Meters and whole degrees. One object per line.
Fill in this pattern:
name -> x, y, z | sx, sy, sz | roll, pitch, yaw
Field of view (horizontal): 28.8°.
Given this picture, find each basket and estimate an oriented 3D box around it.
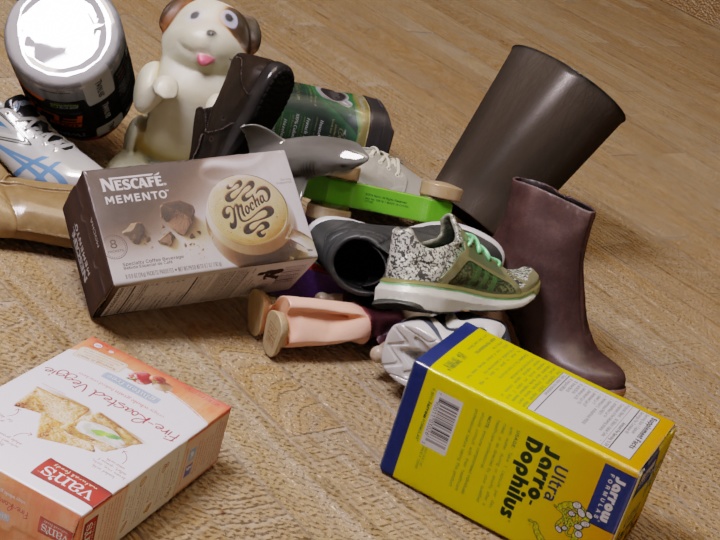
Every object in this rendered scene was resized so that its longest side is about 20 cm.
basket -> 0.183, -0.140, 1.638 | 0.136, 0.200, 0.180 | 39, -1, -40

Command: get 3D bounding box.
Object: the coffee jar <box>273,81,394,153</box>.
coffee jar -> -0.061, -0.184, 1.739 | 0.199, 0.086, 0.104 | 10, 22, -15

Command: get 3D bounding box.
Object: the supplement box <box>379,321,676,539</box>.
supplement box -> 0.135, 0.144, 1.141 | 0.199, 0.110, 0.109 | 26, 25, 20

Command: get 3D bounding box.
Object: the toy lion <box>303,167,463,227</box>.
toy lion -> 0.009, -0.081, 1.555 | 0.199, 0.069, 0.192 | 10, 5, -26

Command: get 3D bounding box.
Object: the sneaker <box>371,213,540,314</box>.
sneaker -> 0.097, -0.008, 1.300 | 0.199, 0.089, 0.077 | -2, 7, -44

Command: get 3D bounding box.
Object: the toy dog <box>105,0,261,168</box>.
toy dog -> -0.176, -0.199, 1.551 | 0.139, 0.201, 0.194 | 19, 24, 2

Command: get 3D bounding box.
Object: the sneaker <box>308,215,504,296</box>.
sneaker -> 0.048, -0.005, 1.343 | 0.199, 0.071, 0.099 | 6, 17, -10

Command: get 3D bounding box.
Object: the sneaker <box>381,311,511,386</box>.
sneaker -> 0.127, 0.097, 1.272 | 0.198, 0.080, 0.129 | 26, 25, 20

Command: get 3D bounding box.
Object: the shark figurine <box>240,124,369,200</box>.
shark figurine -> -0.111, -0.097, 1.407 | 0.214, 0.090, 0.128 | -33, 38, -3

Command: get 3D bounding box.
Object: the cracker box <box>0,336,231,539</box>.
cracker box -> -0.201, 0.127, 1.011 | 0.133, 0.058, 0.200 | 24, 25, 16

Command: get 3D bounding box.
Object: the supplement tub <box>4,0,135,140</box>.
supplement tub -> -0.306, -0.217, 1.505 | 0.122, 0.123, 0.200 | 18, -15, 1

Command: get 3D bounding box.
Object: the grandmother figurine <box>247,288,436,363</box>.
grandmother figurine -> 0.000, 0.048, 1.320 | 0.199, 0.061, 0.121 | -2, 39, -32

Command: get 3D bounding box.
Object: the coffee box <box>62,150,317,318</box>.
coffee box -> -0.154, -0.034, 1.270 | 0.199, 0.080, 0.114 | -8, 70, -28

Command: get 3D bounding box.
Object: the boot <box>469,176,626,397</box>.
boot -> 0.198, 0.018, 1.379 | 0.200, 0.167, 0.072 | 33, 26, 32

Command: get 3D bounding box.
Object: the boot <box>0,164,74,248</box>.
boot -> -0.304, -0.073, 1.370 | 0.199, 0.066, 0.176 | 6, 39, -23

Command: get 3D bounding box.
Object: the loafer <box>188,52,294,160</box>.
loafer -> -0.141, -0.137, 1.449 | 0.071, 0.201, 0.073 | 36, 11, 23

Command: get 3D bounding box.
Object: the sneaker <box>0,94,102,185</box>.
sneaker -> -0.344, -0.137, 1.464 | 0.199, 0.073, 0.072 | 28, 24, 20

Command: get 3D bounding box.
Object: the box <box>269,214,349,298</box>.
box -> 0.000, 0.000, 1.443 | 0.199, 0.039, 0.137 | 14, 23, -7

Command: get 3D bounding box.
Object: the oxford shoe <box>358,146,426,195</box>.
oxford shoe -> 0.023, -0.117, 1.690 | 0.199, 0.058, 0.075 | 14, 20, -13
